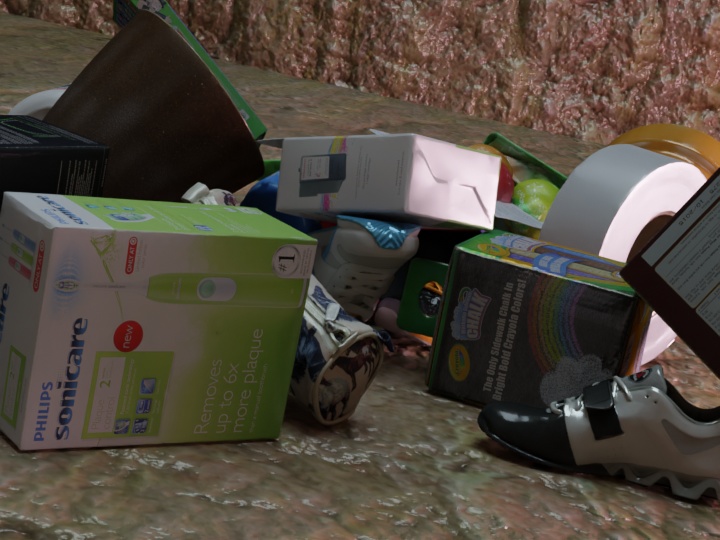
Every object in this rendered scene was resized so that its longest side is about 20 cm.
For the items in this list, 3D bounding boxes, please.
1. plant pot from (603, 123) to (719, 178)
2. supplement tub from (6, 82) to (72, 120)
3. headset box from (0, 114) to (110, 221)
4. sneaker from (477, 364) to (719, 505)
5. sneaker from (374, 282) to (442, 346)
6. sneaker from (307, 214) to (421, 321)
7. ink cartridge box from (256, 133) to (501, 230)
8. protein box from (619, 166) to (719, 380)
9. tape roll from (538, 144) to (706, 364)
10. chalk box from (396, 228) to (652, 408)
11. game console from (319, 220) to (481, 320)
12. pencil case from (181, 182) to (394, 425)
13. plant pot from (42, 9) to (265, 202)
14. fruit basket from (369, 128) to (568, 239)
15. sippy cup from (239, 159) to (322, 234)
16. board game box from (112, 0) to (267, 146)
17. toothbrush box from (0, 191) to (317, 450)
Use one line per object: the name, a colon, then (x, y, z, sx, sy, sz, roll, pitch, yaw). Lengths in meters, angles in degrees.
plant pot: (0.311, -0.036, 1.730, 0.198, 0.202, 0.183, 16, 28, 20)
supplement tub: (-0.283, -0.122, 1.642, 0.139, 0.142, 0.200, 12, 12, 4)
headset box: (-0.278, -0.009, 1.063, 0.092, 0.176, 0.199, 20, 16, 33)
sneaker: (0.188, 0.106, 1.181, 0.198, 0.089, 0.074, 11, 14, 3)
sneaker: (0.087, 0.025, 1.472, 0.078, 0.078, 0.199, 23, 18, 38)
sneaker: (0.000, 0.000, 1.364, 0.076, 0.082, 0.200, 8, -10, -14)
ink cartridge box: (0.008, -0.075, 1.384, 0.116, 0.068, 0.199, 9, -4, -44)
protein box: (0.335, 0.040, 1.218, 0.200, 0.135, 0.198, 49, 12, 26)
tape roll: (0.249, -0.012, 1.501, 0.070, 0.205, 0.201, 21, 16, 40)
chalk box: (0.131, 0.043, 1.322, 0.198, 0.126, 0.124, 17, 14, 17)
game console: (0.044, -0.034, 1.559, 0.199, 0.031, 0.178, 1, 57, -42)
pencil case: (-0.067, 0.020, 1.188, 0.077, 0.090, 0.200, -26, 55, -36)
plant pot: (-0.221, -0.102, 1.457, 0.199, 0.188, 0.187, -38, 30, -12)
fruit basket: (0.124, -0.071, 1.532, 0.199, 0.094, 0.185, 4, 26, -48)
sippy cup: (-0.048, -0.054, 1.608, 0.177, 0.141, 0.130, -8, 7, 41)
board game box: (-0.168, -0.191, 1.547, 0.201, 0.029, 0.135, 52, -13, 0)
toothbrush box: (-0.142, 0.033, 1.063, 0.198, 0.147, 0.086, 3, 15, -36)
